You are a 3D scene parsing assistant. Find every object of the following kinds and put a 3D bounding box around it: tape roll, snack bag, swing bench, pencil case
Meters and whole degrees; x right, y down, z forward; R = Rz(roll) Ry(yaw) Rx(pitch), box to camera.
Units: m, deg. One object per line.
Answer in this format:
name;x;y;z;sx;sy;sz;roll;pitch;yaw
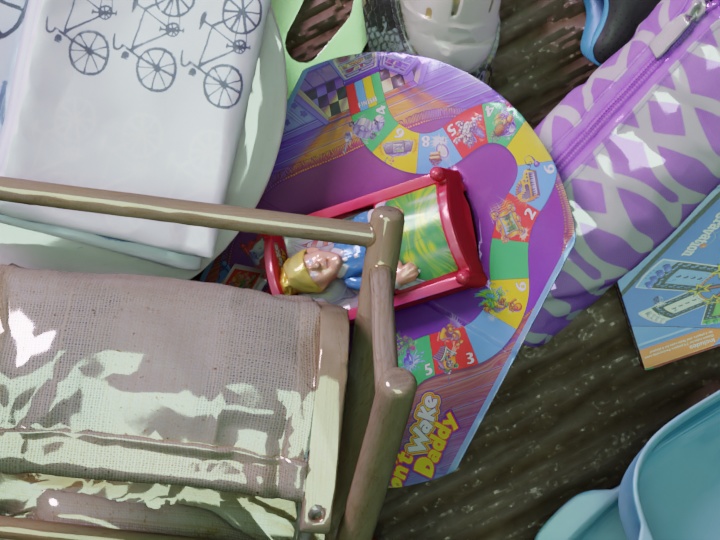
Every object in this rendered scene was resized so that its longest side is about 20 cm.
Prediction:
tape roll;-0.135;-0.083;0.782;0.200;0.071;0.205;-2;97;-14
snack bag;-0.137;-0.112;0.731;0.198;0.021;0.191;13;94;-16
swing bench;-0.090;0.078;0.717;0.197;0.130;0.202;7;122;-6
pencil case;0.121;-0.054;0.805;0.200;0.085;0.084;-49;64;18

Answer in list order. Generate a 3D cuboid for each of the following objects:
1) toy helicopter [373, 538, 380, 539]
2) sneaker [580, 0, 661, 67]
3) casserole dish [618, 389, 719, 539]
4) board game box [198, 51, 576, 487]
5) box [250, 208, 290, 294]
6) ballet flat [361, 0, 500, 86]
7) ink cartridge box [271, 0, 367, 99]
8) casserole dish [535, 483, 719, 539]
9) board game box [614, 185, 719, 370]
toy helicopter;0.010;0.231;0.825;0.078;0.132;0.202;15;94;-1
sneaker;0.102;-0.193;0.827;0.081;0.073;0.201;-30;93;1
casserole dish;0.200;0.109;0.828;0.199;0.039;0.122;-26;87;-29
board game box;0.000;0.000;0.786;0.157;0.039;0.201;31;99;20
box;-0.031;0.076;0.857;0.081;0.049;0.202;16;94;-1
ballet flat;0.036;-0.155;0.824;0.071;0.072;0.203;-6;96;1
ink cartridge box;-0.083;-0.164;0.845;0.199;0.048;0.147;27;93;1
casserole dish;0.163;0.189;0.861;0.121;0.039;0.200;-44;94;0
board game box;0.219;-0.031;0.864;0.198;0.019;0.104;-18;91;2
